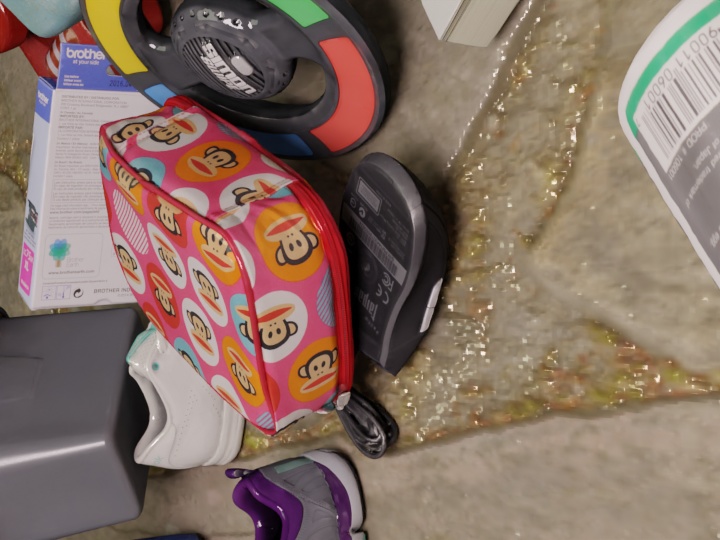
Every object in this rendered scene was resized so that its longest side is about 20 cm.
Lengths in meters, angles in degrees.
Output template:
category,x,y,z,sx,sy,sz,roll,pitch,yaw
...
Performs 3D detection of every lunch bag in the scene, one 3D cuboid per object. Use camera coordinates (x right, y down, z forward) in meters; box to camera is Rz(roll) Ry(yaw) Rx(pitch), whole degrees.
category,x,y,z,sx,sy,sz,roll,pitch,yaw
lunch bag,-0.084,0.006,0.802,0.200,0.081,0.178,38,144,43

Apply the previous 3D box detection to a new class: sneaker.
category,x,y,z,sx,sy,sz,roll,pitch,yaw
sneaker,-0.126,0.044,0.939,0.075,0.087,0.203,12,102,55
sneaker,-0.034,0.215,0.818,0.074,0.087,0.203,-36,63,50

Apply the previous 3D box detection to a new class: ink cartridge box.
category,x,y,z,sx,sy,sz,roll,pitch,yaw
ink cartridge box,-0.187,-0.072,0.990,0.042,0.118,0.203,37,122,49

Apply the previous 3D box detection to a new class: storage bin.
category,x,y,z,sx,sy,sz,roll,pitch,yaw
storage bin,-0.230,0.105,0.987,0.201,0.132,0.147,-93,-9,-55

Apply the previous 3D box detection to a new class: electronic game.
category,x,y,z,sx,sy,sz,roll,pitch,yaw
electronic game,-0.076,-0.132,0.783,0.199,0.199,0.042,-20,41,53

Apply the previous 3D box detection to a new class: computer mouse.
category,x,y,z,sx,sy,sz,roll,pitch,yaw
computer mouse,0.000,0.000,0.796,0.140,0.046,0.202,45,139,39

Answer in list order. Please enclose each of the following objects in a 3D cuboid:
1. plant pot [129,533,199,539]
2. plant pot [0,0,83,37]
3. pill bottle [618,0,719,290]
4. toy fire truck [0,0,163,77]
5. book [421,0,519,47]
category,x,y,z,sx,sy,sz,roll,pitch,yaw
plant pot,-0.196,0.310,0.974,0.180,0.198,0.202,-44,57,38
plant pot,-0.187,-0.273,0.861,0.196,0.196,0.200,43,137,3
pill bottle,0.184,-0.009,0.469,0.113,0.112,0.202,-53,51,42
toy fire truck,-0.217,-0.202,1.055,0.169,0.112,0.200,55,140,3
book,0.076,-0.236,0.673,0.201,0.047,0.135,-59,42,40
